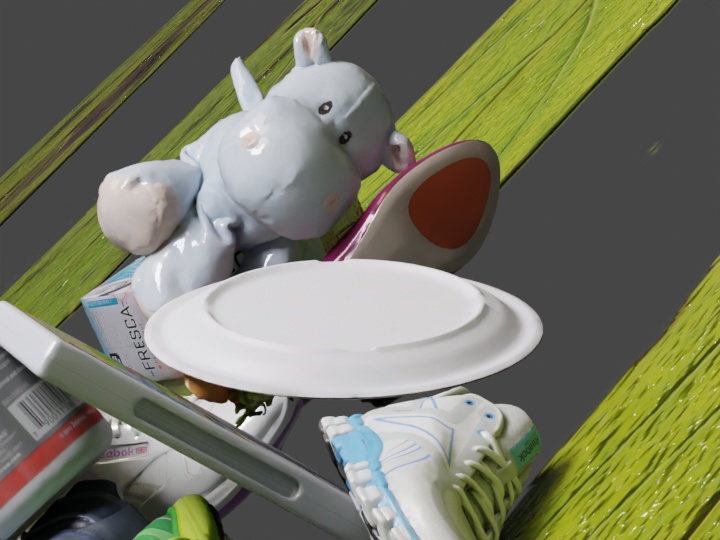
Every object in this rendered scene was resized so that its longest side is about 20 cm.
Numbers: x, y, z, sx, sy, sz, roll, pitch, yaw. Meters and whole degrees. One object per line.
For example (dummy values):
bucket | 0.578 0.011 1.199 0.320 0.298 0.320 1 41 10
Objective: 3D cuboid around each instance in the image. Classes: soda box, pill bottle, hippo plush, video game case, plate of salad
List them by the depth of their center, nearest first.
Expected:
video game case | -0.090 0.074 1.279 0.023 0.181 0.200 -61 15 -3
plate of salad | -0.008 0.037 1.308 0.199 0.048 0.200 -1 17 0
pill bottle | -0.236 0.054 1.385 0.116 0.200 0.116 -43 -1 -1
hippo plush | -0.035 -0.044 1.540 0.160 0.160 0.200 -27 13 45
soda box | -0.081 -0.003 1.651 0.068 0.064 0.200 -9 20 43

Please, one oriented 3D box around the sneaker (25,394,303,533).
sneaker | -0.120 0.102 1.445 0.200 0.100 0.075 -32 13 27

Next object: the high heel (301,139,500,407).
high heel | 0.000 0.000 1.509 0.200 0.068 0.096 -46 15 -24

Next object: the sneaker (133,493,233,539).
sneaker | -0.091 0.164 1.230 0.083 0.074 0.200 -38 4 3

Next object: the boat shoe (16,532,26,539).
boat shoe | -0.209 0.155 1.602 0.200 0.060 0.076 -25 20 50

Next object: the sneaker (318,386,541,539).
sneaker | 0.039 0.090 1.109 0.086 0.075 0.200 -25 19 -2

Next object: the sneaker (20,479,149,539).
sneaker | -0.182 0.192 1.391 0.202 0.077 0.146 -42 1 36

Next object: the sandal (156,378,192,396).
sandal | -0.142 0.096 1.635 0.206 0.060 0.079 -17 19 7
